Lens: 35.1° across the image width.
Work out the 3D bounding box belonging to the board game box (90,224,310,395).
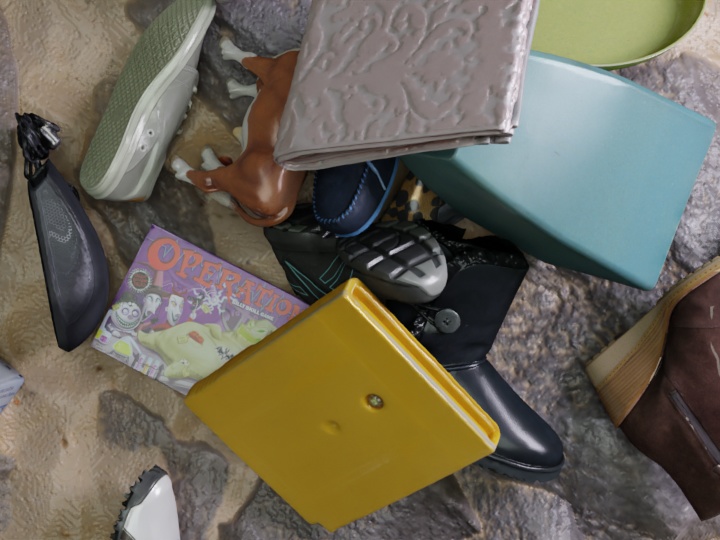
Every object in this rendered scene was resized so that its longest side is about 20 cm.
[{"bbox_3d":[-0.116,0.058,0.979,0.199,0.032,0.120,27,85,1],"label":"board game box"}]

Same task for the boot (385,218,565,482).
[{"bbox_3d":[0.102,0.064,0.932,0.200,0.076,0.169,25,109,6],"label":"boot"}]

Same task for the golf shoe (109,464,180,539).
[{"bbox_3d":[-0.158,0.262,0.945,0.094,0.078,0.201,8,99,15],"label":"golf shoe"}]

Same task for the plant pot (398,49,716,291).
[{"bbox_3d":[0.137,-0.094,0.883,0.200,0.141,0.142,23,89,-30],"label":"plant pot"}]

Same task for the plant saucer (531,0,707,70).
[{"bbox_3d":[0.182,-0.230,0.935,0.199,0.031,0.201,-1,56,1],"label":"plant saucer"}]

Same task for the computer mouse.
[{"bbox_3d":[-0.242,-0.034,0.943,0.053,0.138,0.201,-11,98,-17],"label":"computer mouse"}]

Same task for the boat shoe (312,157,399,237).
[{"bbox_3d":[-0.011,-0.127,0.892,0.084,0.069,0.201,-5,67,31],"label":"boat shoe"}]

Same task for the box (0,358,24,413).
[{"bbox_3d":[-0.420,0.116,0.938,0.184,0.105,0.200,38,89,0],"label":"box"}]

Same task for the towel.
[{"bbox_3d":[0.037,-0.168,0.819,0.190,0.032,0.201,-2,63,31],"label":"towel"}]

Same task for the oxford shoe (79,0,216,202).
[{"bbox_3d":[-0.172,-0.145,0.970,0.058,0.075,0.201,31,79,-40],"label":"oxford shoe"}]

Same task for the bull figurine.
[{"bbox_3d":[-0.070,-0.133,0.948,0.121,0.065,0.201,13,68,20],"label":"bull figurine"}]

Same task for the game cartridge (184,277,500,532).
[{"bbox_3d":[-0.018,0.116,0.910,0.200,0.032,0.176,-33,108,35],"label":"game cartridge"}]

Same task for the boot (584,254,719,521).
[{"bbox_3d":[0.299,0.088,0.926,0.167,0.072,0.200,51,118,15],"label":"boot"}]

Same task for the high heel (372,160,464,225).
[{"bbox_3d":[0.031,-0.120,0.955,0.142,0.071,0.200,-30,98,-7],"label":"high heel"}]

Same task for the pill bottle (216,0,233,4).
[{"bbox_3d":[-0.052,-0.311,0.942,0.199,0.111,0.111,-26,89,0],"label":"pill bottle"}]

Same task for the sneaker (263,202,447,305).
[{"bbox_3d":[0.000,0.000,0.913,0.075,0.200,0.080,-24,117,-31],"label":"sneaker"}]
